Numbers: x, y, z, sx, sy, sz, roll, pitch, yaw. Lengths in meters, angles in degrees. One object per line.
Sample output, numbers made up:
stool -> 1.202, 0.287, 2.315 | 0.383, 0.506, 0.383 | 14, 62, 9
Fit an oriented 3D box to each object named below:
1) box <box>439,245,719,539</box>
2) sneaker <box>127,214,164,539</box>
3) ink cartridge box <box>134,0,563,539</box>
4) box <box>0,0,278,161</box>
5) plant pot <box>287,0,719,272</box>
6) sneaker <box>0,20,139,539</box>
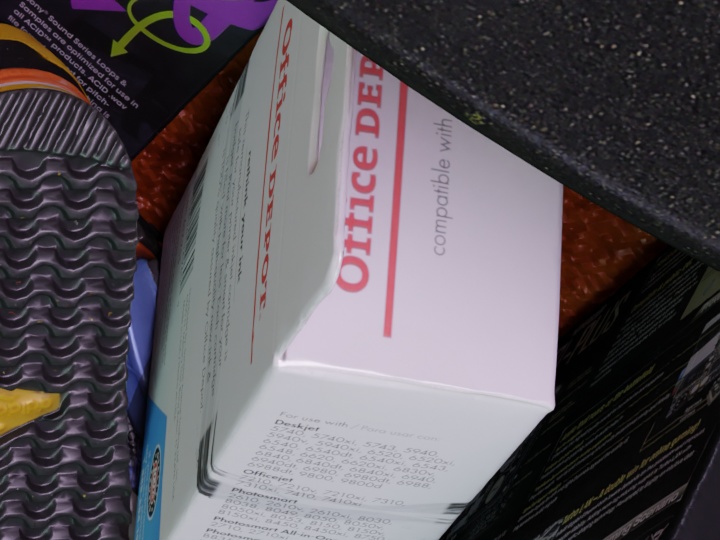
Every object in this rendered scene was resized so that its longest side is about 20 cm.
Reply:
box -> 0.085, 0.067, 0.656 | 0.086, 0.164, 0.200 | 35, 146, -6
sneaker -> -0.057, 0.085, 0.807 | 0.078, 0.075, 0.201 | -23, 89, 5
ink cartridge box -> 0.000, 0.000, 0.669 | 0.067, 0.117, 0.200 | 10, 153, -13
box -> -0.100, -0.092, 0.748 | 0.143, 0.036, 0.200 | 42, 138, -9
plant pot -> 0.121, -0.098, 0.478 | 0.199, 0.201, 0.177 | -33, 113, 34
sneaker -> -0.103, 0.027, 0.750 | 0.069, 0.090, 0.201 | -1, 119, -20
